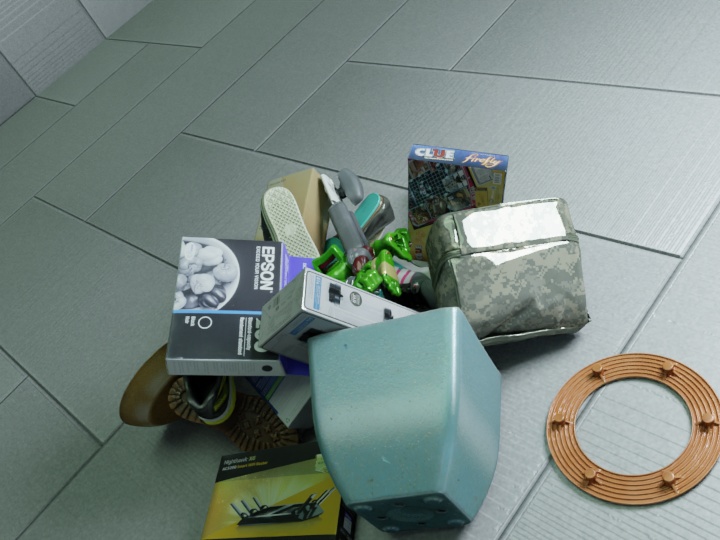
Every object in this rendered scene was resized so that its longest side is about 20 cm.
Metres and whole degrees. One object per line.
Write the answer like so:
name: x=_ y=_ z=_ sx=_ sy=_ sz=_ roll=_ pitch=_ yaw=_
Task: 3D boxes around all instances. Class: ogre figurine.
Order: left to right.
ogre figurine: x=0.000 y=0.000 z=1.050 sx=0.119 sy=0.098 sz=0.201 roll=-23 pitch=33 yaw=26

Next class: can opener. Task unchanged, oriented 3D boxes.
can opener: x=-0.015 y=-0.095 z=1.203 sx=0.067 sy=0.053 sz=0.201 roll=-36 pitch=46 yaw=12

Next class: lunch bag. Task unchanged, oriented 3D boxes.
lunch bag: x=0.189 y=0.013 z=0.985 sx=0.198 sy=0.140 sz=0.169 roll=-7 pitch=65 yaw=-9

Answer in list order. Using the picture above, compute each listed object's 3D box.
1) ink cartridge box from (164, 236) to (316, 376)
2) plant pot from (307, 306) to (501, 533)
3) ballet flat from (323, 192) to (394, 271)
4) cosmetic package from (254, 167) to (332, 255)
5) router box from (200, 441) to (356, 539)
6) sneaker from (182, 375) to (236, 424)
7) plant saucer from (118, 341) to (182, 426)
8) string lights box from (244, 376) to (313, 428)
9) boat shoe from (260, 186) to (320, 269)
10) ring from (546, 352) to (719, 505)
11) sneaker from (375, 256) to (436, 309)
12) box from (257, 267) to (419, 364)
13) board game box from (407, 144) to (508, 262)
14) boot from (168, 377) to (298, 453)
ink cartridge box: x=-0.151 y=0.046 z=1.010 sx=0.198 sy=0.044 sz=0.199 roll=2 pitch=54 yaw=-7
plant pot: x=0.057 y=0.193 z=0.888 sx=0.195 sy=0.196 sz=0.201 roll=-13 pitch=53 yaw=20
ballet flat: x=-0.017 y=-0.040 z=1.253 sx=0.200 sy=0.068 sz=0.068 roll=-43 pitch=40 yaw=4
cosmetic package: x=-0.114 y=-0.062 z=1.244 sx=0.105 sy=0.071 sz=0.201 roll=-14 pitch=52 yaw=29
router box: x=-0.102 y=0.307 z=0.965 sx=0.198 sy=0.052 sz=0.158 roll=-14 pitch=42 yaw=20
sneaker: x=-0.207 y=0.106 z=1.027 sx=0.074 sy=0.085 sz=0.202 roll=-11 pitch=74 yaw=1
plant saucer: x=-0.269 y=0.168 z=1.131 sx=0.035 sy=0.201 sz=0.200 roll=40 pitch=73 yaw=20
string lights box: x=-0.118 y=0.118 z=1.066 sx=0.200 sy=0.059 sz=0.103 roll=43 pitch=101 yaw=31
boat shoe: x=-0.105 y=-0.025 z=1.123 sx=0.074 sy=0.062 sz=0.201 roll=-14 pitch=76 yaw=-17
ring: x=0.313 y=0.174 z=0.868 sx=0.199 sy=0.019 sz=0.201 roll=-17 pitch=42 yaw=16
sneaker: x=0.051 y=0.041 z=1.118 sx=0.121 sy=0.084 sz=0.200 roll=-39 pitch=33 yaw=-16
box: x=-0.016 y=0.079 z=0.955 sx=0.117 sy=0.199 sz=0.061 roll=-39 pitch=39 yaw=42
board game box: x=0.136 y=-0.086 z=1.080 sx=0.134 sy=0.201 sz=0.035 roll=9 pitch=49 yaw=11
boot: x=-0.170 y=0.211 z=1.093 sx=0.199 sy=0.107 sz=0.076 roll=23 pitch=83 yaw=15
